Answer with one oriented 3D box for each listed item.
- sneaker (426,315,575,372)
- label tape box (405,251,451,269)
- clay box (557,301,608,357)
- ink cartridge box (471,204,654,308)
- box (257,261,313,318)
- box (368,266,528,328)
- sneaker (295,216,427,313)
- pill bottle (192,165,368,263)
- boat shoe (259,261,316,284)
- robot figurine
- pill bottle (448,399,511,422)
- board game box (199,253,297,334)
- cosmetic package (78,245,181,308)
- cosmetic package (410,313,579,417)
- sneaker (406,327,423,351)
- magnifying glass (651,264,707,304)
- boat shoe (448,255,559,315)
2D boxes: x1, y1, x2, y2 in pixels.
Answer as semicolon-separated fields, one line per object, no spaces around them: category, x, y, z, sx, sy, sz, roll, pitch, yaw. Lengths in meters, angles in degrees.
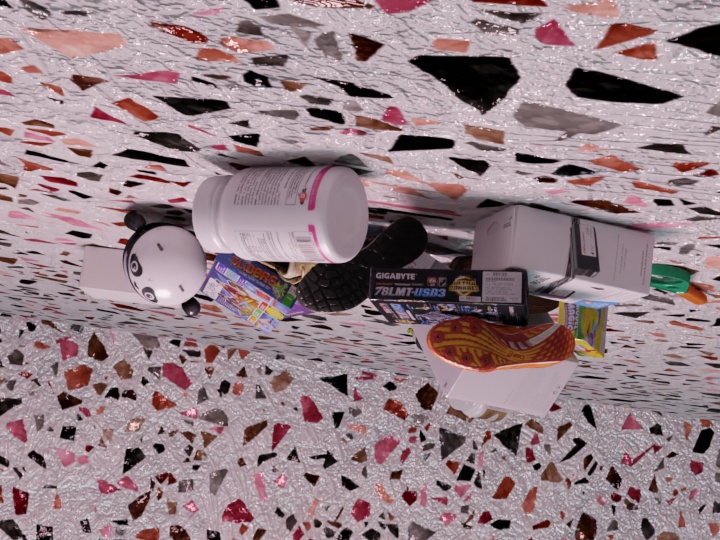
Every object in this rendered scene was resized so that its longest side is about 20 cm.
sneaker;0.178;0.103;1.505;0.197;0.074;0.077;6;165;-13
label tape box;0.050;-0.007;1.727;0.199;0.067;0.143;35;170;2
clay box;0.339;0.061;1.780;0.047;0.117;0.200;2;168;23
ink cartridge box;0.259;-0.015;1.516;0.197;0.086;0.144;11;168;-14
box;-0.125;0.004;1.818;0.140;0.080;0.199;35;161;-18
box;0.120;0.038;1.517;0.195;0.051;0.200;4;169;11
sneaker;0.000;0.000;1.603;0.198;0.077;0.088;-28;-178;-11
pill bottle;-0.099;-0.069;1.415;0.197;0.115;0.113;2;168;30
boat shoe;-0.098;-0.017;1.673;0.198;0.067;0.074;25;141;-15
robot figurine;-0.305;-0.010;1.792;0.148;0.127;0.200;17;180;-17
pill bottle;0.364;0.393;3.543;0.198;0.116;0.113;17;166;-42
board game box;-0.171;0.031;1.772;0.134;0.035;0.200;33;161;-5
cosmetic package;-0.413;0.015;2.172;0.196;0.086;0.108;8;169;2
cosmetic package;0.209;0.110;1.866;0.197;0.124;0.200;12;-149;-27
sneaker;0.195;0.146;2.539;0.197;0.073;0.083;14;-168;-26
magnifying glass;0.474;0.022;1.745;0.079;0.023;0.199;-1;165;37
boat shoe;0.232;0.024;1.781;0.197;0.073;0.067;15;170;-21
